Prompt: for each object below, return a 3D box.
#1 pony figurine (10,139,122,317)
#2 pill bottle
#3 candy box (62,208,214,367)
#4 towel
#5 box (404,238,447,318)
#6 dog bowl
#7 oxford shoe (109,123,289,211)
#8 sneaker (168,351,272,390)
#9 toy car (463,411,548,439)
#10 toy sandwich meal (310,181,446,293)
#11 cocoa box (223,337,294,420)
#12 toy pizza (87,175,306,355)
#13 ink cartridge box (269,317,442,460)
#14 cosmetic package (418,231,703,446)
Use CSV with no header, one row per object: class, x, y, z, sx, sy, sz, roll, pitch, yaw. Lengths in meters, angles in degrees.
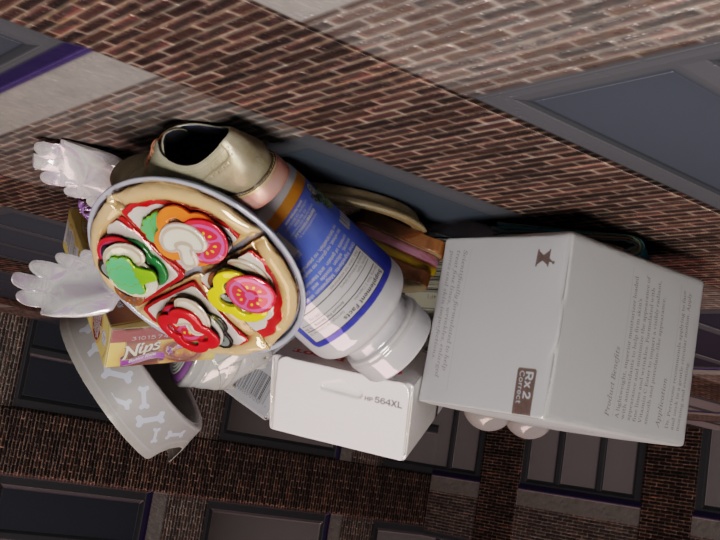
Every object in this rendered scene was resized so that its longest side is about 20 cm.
pony figurine,-0.217,-0.038,1.060,0.193,0.167,0.200,9,-168,4
pill bottle,-0.033,0.007,0.979,0.200,0.112,0.112,42,157,-21
candy box,-0.232,0.013,1.152,0.117,0.057,0.200,-2,-142,-28
towel,0.221,-0.010,1.121,0.146,0.022,0.200,7,170,18
box,0.124,0.025,1.240,0.068,0.082,0.200,3,167,29
dog bowl,-0.244,0.116,1.201,0.059,0.200,0.200,-33,168,-1
oxford shoe,-0.149,-0.093,0.911,0.200,0.071,0.074,-2,143,40
sneaker,-0.125,0.053,1.192,0.100,0.200,0.075,20,-149,-34
toy car,0.246,0.162,1.761,0.200,0.175,0.150,15,134,-29
toy sandwich meal,-0.023,-0.030,1.084,0.205,0.070,0.205,9,170,2
cocoa box,-0.129,0.067,1.315,0.200,0.134,0.131,32,-171,20
toy pizza,-0.142,0.006,0.919,0.200,0.032,0.200,14,136,13
ink cartridge box,0.010,0.107,1.132,0.146,0.084,0.200,11,-162,17
cosmetic package,0.191,0.067,1.039,0.200,0.165,0.165,17,169,-36
